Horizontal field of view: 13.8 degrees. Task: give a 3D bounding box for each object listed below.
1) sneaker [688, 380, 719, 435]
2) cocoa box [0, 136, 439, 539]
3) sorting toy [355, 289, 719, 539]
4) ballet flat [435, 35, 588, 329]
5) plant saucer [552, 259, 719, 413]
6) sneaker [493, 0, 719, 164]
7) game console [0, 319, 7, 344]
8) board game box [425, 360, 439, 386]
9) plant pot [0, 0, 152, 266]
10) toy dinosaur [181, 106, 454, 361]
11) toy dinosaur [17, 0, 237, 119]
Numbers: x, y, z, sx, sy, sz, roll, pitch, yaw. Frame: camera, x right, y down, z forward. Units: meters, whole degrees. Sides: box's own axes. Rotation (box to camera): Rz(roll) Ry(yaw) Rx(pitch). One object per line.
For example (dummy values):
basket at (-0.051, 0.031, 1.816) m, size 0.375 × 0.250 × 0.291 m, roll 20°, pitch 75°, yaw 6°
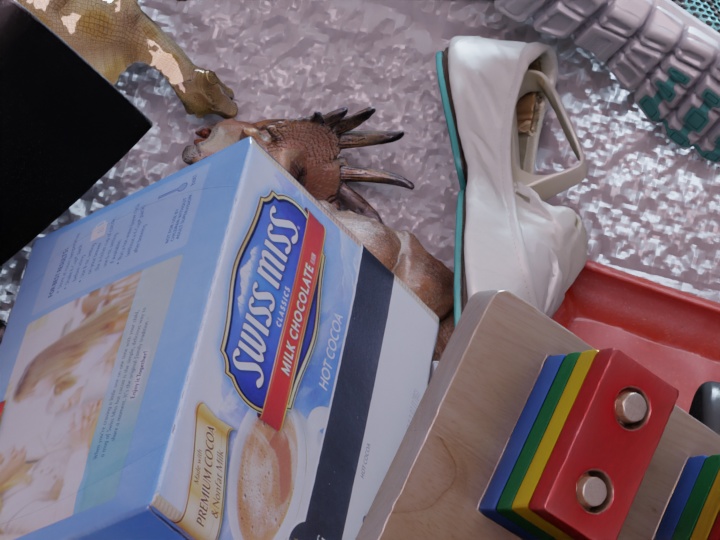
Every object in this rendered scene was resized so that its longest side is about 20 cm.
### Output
sneaker at (0.198, 0.144, 1.259) m, size 0.108 × 0.067 × 0.202 m, roll -3°, pitch 70°, yaw -4°
cocoa box at (-0.069, 0.073, 1.198) m, size 0.133 × 0.131 × 0.200 m, roll -23°, pitch 37°, yaw 33°
sorting toy at (0.096, 0.139, 1.136) m, size 0.200 × 0.070 × 0.199 m, roll 34°, pitch 70°, yaw -22°
ballet flat at (0.071, -0.031, 1.340) m, size 0.069 × 0.069 × 0.200 m, roll -3°, pitch 52°, yaw 1°
plant saucer at (0.146, 0.115, 1.322) m, size 0.199 × 0.037 × 0.200 m, roll 19°, pitch 71°, yaw 8°
sneaker at (0.145, -0.127, 1.373) m, size 0.200 × 0.078 × 0.091 m, roll 38°, pitch 60°, yaw -10°
game console at (-0.243, 0.073, 1.311) m, size 0.116 × 0.176 × 0.200 m, roll 44°, pitch 76°, yaw -14°
board game box at (0.023, 0.155, 1.247) m, size 0.035 × 0.126 × 0.200 m, roll 13°, pitch 53°, yaw -27°
plant pot at (-0.236, -0.069, 1.257) m, size 0.200 × 0.200 × 0.178 m, roll 36°, pitch 88°, yaw 15°
toy dinosaur at (0.000, 0.000, 1.350) m, size 0.200 × 0.086 × 0.136 m, roll 45°, pitch 37°, yaw -2°
toy dinosaur at (-0.147, -0.125, 1.383) m, size 0.200 × 0.058 × 0.101 m, roll 10°, pitch 60°, yaw -12°
